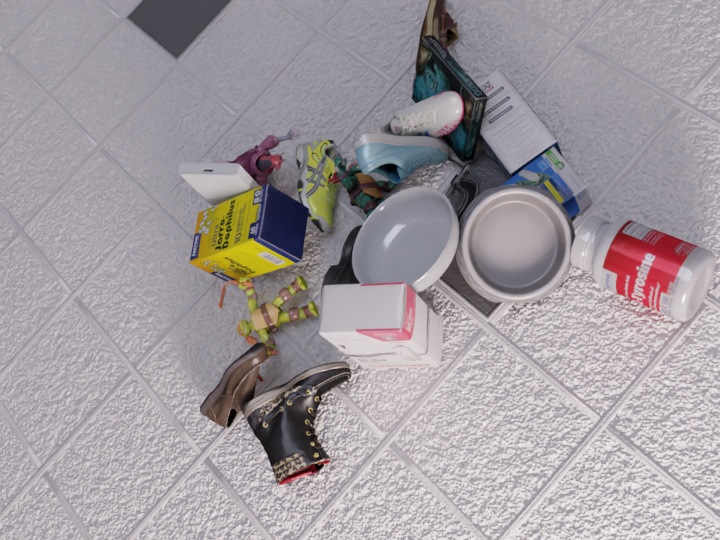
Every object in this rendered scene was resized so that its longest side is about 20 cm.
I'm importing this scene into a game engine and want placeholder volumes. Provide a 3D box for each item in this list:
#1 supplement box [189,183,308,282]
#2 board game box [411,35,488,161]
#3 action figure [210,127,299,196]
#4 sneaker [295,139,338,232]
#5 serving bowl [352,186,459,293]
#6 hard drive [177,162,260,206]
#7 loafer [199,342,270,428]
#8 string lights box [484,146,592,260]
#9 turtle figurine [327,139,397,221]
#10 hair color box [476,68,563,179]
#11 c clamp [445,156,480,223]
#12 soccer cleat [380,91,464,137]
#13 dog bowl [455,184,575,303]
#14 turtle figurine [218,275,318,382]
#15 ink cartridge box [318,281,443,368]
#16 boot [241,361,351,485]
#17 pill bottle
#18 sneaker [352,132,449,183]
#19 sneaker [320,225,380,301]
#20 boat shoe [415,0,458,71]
[{"bbox_3d":[-0.204,-0.063,1.761,0.198,0.109,0.111,-17,57,40],"label":"supplement box"},{"bbox_3d":[0.156,-0.311,1.740,0.028,0.137,0.201,-15,49,-22],"label":"board game box"},{"bbox_3d":[-0.198,-0.204,1.821,0.199,0.147,0.137,173,102,-68],"label":"action figure"},{"bbox_3d":[-0.073,-0.166,1.810,0.075,0.075,0.203,-19,61,15],"label":"sneaker"},{"bbox_3d":[0.084,-0.037,1.594,0.198,0.066,0.203,-23,47,27],"label":"serving bowl"},{"bbox_3d":[-0.233,-0.139,1.792,0.130,0.200,0.027,4,67,26],"label":"hard drive"},{"bbox_3d":[-0.202,0.200,1.662,0.071,0.073,0.201,43,128,6],"label":"loafer"},{"bbox_3d":[0.277,-0.102,1.628,0.199,0.059,0.103,-36,57,5],"label":"string lights box"},{"bbox_3d":[0.020,-0.152,1.751,0.148,0.101,0.202,-9,54,-28],"label":"turtle figurine"},{"bbox_3d":[0.262,-0.251,1.708,0.099,0.061,0.201,-33,57,6],"label":"hair color box"},{"bbox_3d":[0.144,-0.097,1.674,0.202,0.027,0.171,-57,24,0],"label":"c clamp"},{"bbox_3d":[0.107,-0.264,1.723,0.199,0.085,0.071,-16,89,61],"label":"soccer cleat"},{"bbox_3d":[0.249,-0.042,1.553,0.196,0.059,0.204,0,91,6],"label":"dog bowl"},{"bbox_3d":[-0.156,0.088,1.728,0.159,0.064,0.202,-25,66,5],"label":"turtle figurine"},{"bbox_3d":[0.038,0.092,1.557,0.144,0.200,0.084,-3,67,23],"label":"ink cartridge box"},{"bbox_3d":[-0.085,0.253,1.610,0.197,0.073,0.152,-24,65,-4],"label":"boot"},{"bbox_3d":[0.429,-0.011,1.482,0.198,0.112,0.113,26,78,32],"label":"pill bottle"},{"bbox_3d":[0.075,-0.190,1.712,0.074,0.197,0.083,-31,63,58],"label":"sneaker"},{"bbox_3d":[0.000,0.000,1.678,0.089,0.077,0.201,15,46,12],"label":"sneaker"},{"bbox_3d":[0.154,-0.457,1.865,0.071,0.073,0.203,13,56,-3],"label":"boat shoe"}]
